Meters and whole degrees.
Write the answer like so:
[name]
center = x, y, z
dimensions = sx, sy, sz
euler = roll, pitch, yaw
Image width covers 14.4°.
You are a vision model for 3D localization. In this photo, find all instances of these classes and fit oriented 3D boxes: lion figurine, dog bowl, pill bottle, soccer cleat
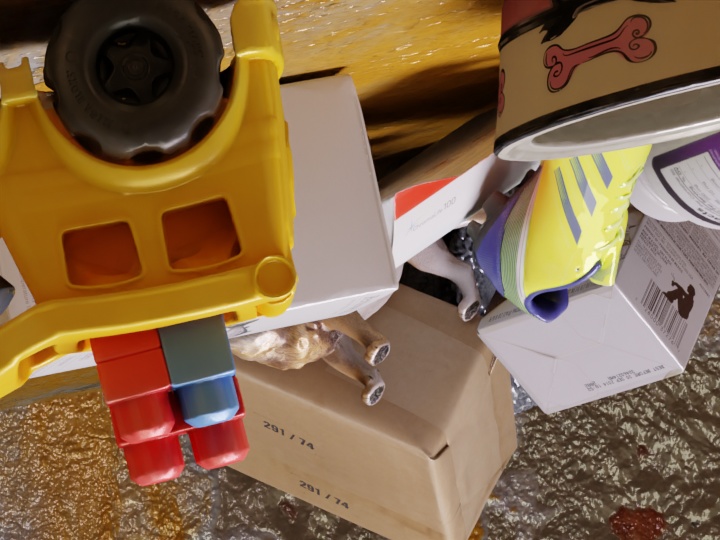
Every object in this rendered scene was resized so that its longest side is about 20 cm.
[lion figurine]
center = 0.000, 0.000, 1.726
dimensions = 0.200, 0.122, 0.073
euler = -37, 149, -26
[dog bowl]
center = 0.153, -0.109, 1.329
dimensions = 0.199, 0.074, 0.200
euler = -11, 176, -1
[pill bottle]
center = 0.220, -0.084, 1.569
dimensions = 0.111, 0.112, 0.200
euler = -10, 175, -26
[soccer cleat]
center = 0.125, -0.038, 1.557
dimensions = 0.065, 0.084, 0.200
euler = -33, 169, -32

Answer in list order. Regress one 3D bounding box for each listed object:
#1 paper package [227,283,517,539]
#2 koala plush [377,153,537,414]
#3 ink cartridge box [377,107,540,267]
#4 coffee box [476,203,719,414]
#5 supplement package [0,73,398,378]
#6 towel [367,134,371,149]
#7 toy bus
[paper package]
center = -0.011, 0.078, 1.825
dimensions = 0.200, 0.104, 0.191
euler = 22, 157, 17
[koala plush]
center = 0.032, 0.007, 1.949
dimensions = 0.199, 0.184, 0.177
euler = -1, -178, 32
[ink cartridge box]
center = 0.070, -0.055, 1.609
dimensions = 0.160, 0.047, 0.200
euler = -34, -173, -29
[coffee box]
center = 0.165, -0.018, 1.759
dimensions = 0.113, 0.080, 0.200
euler = -21, -151, 40
[supplement package]
center = -0.098, -0.020, 1.465
dimensions = 0.199, 0.118, 0.117
euler = -11, 175, -15
[towel]
center = -0.105, -0.042, 1.644
dimensions = 0.171, 0.048, 0.200
euler = -7, 173, -30
[toy bus]
center = -0.117, -0.006, 1.139
dimensions = 0.199, 0.193, 0.136
euler = -10, 177, -4
